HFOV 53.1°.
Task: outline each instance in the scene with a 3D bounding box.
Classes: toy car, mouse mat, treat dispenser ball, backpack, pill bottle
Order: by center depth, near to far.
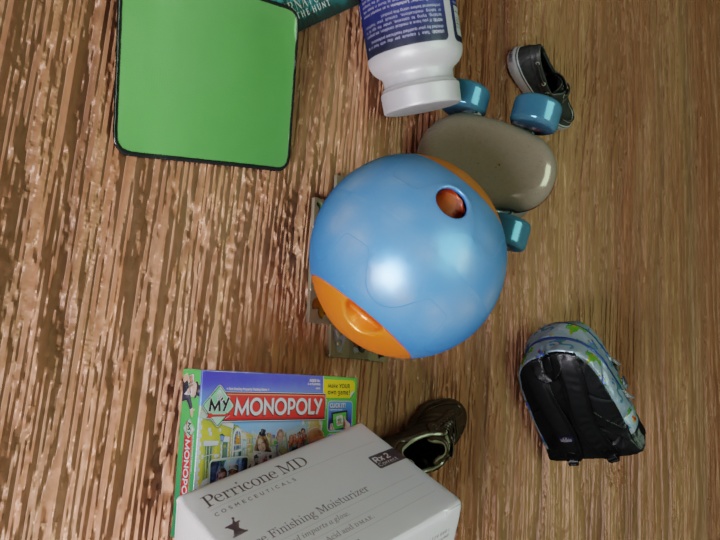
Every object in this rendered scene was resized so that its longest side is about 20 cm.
[{"bbox_3d":[-0.134,-0.179,0.659,0.198,0.007,0.164,-2,99,-47],"label":"mouse mat"},{"bbox_3d":[0.047,-0.014,0.723,0.199,0.199,0.205,7,80,-48],"label":"treat dispenser ball"},{"bbox_3d":[0.058,-0.290,0.841,0.115,0.114,0.204,-13,96,-49],"label":"pill bottle"},{"bbox_3d":[0.169,-0.120,0.958,0.200,0.174,0.187,33,72,-75],"label":"toy car"},{"bbox_3d":[0.317,0.176,1.080,0.200,0.162,0.155,47,44,-27],"label":"backpack"}]

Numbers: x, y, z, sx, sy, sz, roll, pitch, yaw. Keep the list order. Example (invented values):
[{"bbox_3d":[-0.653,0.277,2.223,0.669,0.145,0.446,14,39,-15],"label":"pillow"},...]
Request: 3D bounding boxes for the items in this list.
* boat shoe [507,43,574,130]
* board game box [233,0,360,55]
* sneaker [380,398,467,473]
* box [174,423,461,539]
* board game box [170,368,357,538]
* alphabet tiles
[{"bbox_3d":[0.310,-0.297,1.182,0.199,0.056,0.070,33,62,-43],"label":"boat shoe"},{"bbox_3d":[-0.086,-0.314,0.741,0.200,0.028,0.137,-43,118,-43],"label":"board game box"},{"bbox_3d":[0.085,0.207,0.848,0.199,0.075,0.072,-20,101,-48],"label":"sneaker"},{"bbox_3d":[-0.041,0.266,0.590,0.197,0.130,0.203,-12,119,-42],"label":"box"},{"bbox_3d":[-0.078,0.162,0.658,0.198,0.029,0.137,12,78,-49],"label":"board game box"},{"bbox_3d":[0.000,0.000,0.825,0.165,0.006,0.204,12,77,-49],"label":"alphabet tiles"}]
